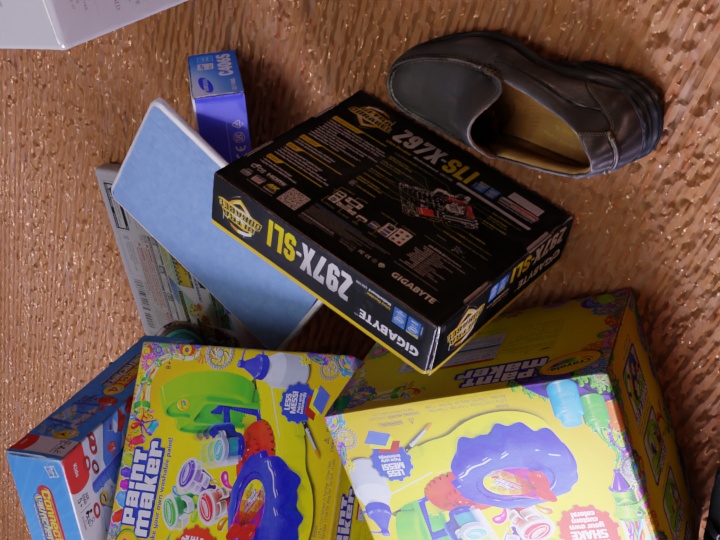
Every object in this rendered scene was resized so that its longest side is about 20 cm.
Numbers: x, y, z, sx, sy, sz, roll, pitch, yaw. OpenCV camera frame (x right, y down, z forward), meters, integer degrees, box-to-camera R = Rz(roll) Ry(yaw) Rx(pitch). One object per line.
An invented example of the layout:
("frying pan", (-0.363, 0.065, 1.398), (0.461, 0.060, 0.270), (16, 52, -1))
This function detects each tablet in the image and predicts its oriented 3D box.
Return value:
("tablet", (-0.111, -0.031, 0.830), (0.200, 0.014, 0.130), (44, 137, 3))

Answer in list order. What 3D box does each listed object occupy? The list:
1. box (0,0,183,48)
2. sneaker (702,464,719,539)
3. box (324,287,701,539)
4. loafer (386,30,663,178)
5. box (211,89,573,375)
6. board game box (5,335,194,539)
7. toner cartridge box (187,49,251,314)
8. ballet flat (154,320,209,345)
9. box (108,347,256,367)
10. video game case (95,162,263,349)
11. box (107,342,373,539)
("box", (-0.191, -0.242, 0.747), (0.151, 0.200, 0.107), (11, 125, 41))
("sneaker", (0.263, 0.208, 0.700), (0.073, 0.082, 0.202), (15, 126, 39))
("box", (0.113, 0.140, 0.731), (0.199, 0.122, 0.194), (-13, 108, 27))
("loafer", (0.089, -0.106, 0.667), (0.199, 0.072, 0.073), (17, 128, 39))
("box", (0.020, -0.036, 0.718), (0.199, 0.159, 0.050), (34, 136, 24))
("board game box", (-0.197, 0.190, 0.898), (0.055, 0.196, 0.202), (2, 115, 24))
("toner cartridge box", (-0.111, -0.073, 0.881), (0.095, 0.043, 0.201), (-111, 14, -57))
("ballet flat", (-0.181, 0.111, 1.077), (0.072, 0.072, 0.201), (25, 147, 32))
("box", (-0.166, 0.161, 1.054), (0.201, 0.142, 0.036), (88, 174, -46))
("video game case", (-0.184, -0.006, 1.058), (0.181, 0.022, 0.202), (12, 123, 41))
("box", (-0.082, 0.173, 0.836), (0.191, 0.122, 0.202), (1, 75, 23))
